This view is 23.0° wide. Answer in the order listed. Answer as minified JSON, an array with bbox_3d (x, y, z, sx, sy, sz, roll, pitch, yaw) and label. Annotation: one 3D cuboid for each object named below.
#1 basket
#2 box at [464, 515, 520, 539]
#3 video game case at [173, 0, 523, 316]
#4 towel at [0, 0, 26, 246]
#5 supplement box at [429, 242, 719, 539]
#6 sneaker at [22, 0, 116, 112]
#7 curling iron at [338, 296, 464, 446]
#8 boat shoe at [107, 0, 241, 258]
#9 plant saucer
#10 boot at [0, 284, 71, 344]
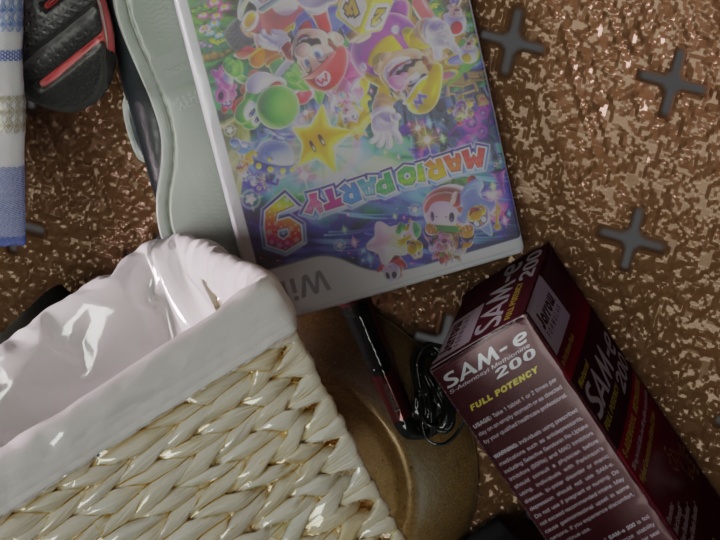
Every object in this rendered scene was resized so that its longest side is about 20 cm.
[{"bbox_3d":[-0.104,0.104,0.799,0.199,0.198,0.162,-34,106,-12],"label":"basket"},{"bbox_3d":[0.099,0.217,0.881,0.079,0.200,0.142,-40,98,-3],"label":"box"},{"bbox_3d":[-0.007,-0.087,0.876,0.142,0.018,0.202,-16,105,-6],"label":"video game case"},{"bbox_3d":[-0.231,-0.107,0.830,0.145,0.024,0.202,-3,106,-12],"label":"towel"},{"bbox_3d":[0.120,0.097,0.889,0.061,0.109,0.201,-32,100,21],"label":"supplement box"},{"bbox_3d":[-0.174,-0.177,0.879,0.073,0.087,0.201,-27,101,16],"label":"sneaker"},{"bbox_3d":[0.000,0.000,0.925,0.049,0.026,0.201,-30,92,-22],"label":"curling iron"},{"bbox_3d":[-0.082,-0.075,0.908,0.075,0.060,0.202,-12,106,-11],"label":"boat shoe"},{"bbox_3d":[-0.035,0.111,0.972,0.198,0.035,0.203,4,109,13],"label":"plant saucer"},{"bbox_3d":[-0.180,0.127,0.934,0.138,0.077,0.200,43,92,0],"label":"boot"}]
